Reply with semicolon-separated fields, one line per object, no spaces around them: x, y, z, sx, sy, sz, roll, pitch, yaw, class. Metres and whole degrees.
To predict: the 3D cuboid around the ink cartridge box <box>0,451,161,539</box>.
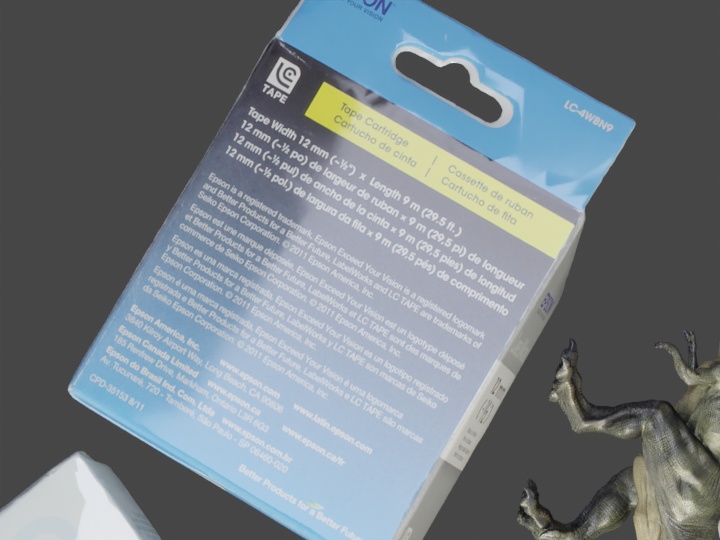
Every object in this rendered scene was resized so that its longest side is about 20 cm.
-0.111;0.197;1.166;0.160;0.047;0.200;-38;75;3;ink cartridge box

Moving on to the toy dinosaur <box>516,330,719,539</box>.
0.109;0.078;1.147;0.088;0.047;0.201;17;88;6;toy dinosaur

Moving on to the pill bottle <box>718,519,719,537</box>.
0.213;0.164;1.078;0.114;0.114;0.201;-20;79;7;pill bottle

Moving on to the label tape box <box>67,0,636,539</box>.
0.000;0.000;1.168;0.143;0.066;0.201;30;85;13;label tape box
